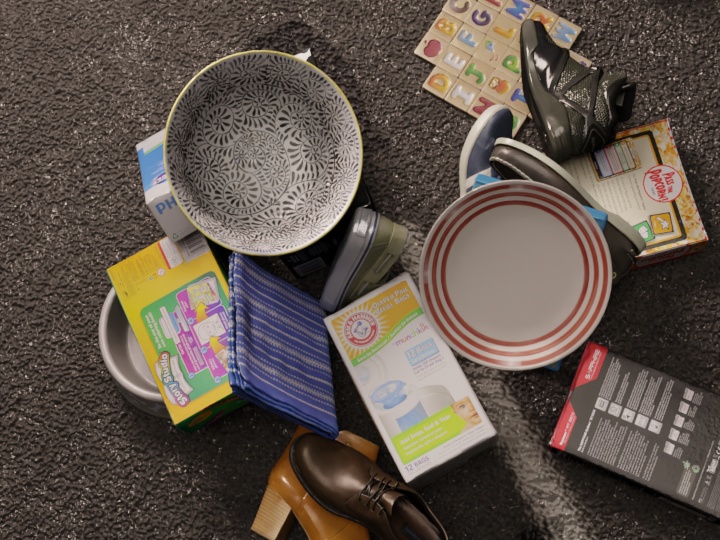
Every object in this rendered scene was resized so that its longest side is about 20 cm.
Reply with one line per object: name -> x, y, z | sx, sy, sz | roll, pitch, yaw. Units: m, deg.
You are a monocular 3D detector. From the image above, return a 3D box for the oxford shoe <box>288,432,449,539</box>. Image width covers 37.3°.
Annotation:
oxford shoe -> 0.014, 0.228, 1.099 | 0.199, 0.085, 0.073 | 35, 63, 5

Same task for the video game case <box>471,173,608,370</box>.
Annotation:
video game case -> 0.171, 0.006, 1.151 | 0.141, 0.202, 0.018 | 19, 35, 12

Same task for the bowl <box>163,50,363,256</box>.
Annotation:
bowl -> -0.103, -0.114, 1.090 | 0.198, 0.094, 0.204 | 1, 88, -13

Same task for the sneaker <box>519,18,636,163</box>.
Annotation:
sneaker -> 0.247, -0.216, 1.232 | 0.113, 0.077, 0.201 | -12, 53, -1

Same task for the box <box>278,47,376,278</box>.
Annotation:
box -> -0.066, -0.119, 1.226 | 0.123, 0.149, 0.202 | -21, 73, 3

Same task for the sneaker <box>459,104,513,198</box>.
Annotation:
sneaker -> 0.154, -0.079, 1.188 | 0.084, 0.074, 0.203 | 24, 110, 39

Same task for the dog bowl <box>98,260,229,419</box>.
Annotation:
dog bowl -> -0.213, 0.069, 1.242 | 0.197, 0.059, 0.203 | -2, 73, 8

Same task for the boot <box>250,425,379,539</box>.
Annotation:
boot -> -0.009, 0.257, 1.153 | 0.199, 0.071, 0.145 | 26, 75, 13

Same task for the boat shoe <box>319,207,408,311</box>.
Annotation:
boat shoe -> 0.000, 0.000, 1.164 | 0.061, 0.200, 0.073 | 20, 65, -4

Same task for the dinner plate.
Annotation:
dinner plate -> 0.159, 0.005, 1.102 | 0.197, 0.024, 0.203 | 2, 107, 6

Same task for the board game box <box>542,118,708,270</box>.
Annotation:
board game box -> 0.274, -0.072, 1.218 | 0.197, 0.046, 0.154 | -14, 72, 4

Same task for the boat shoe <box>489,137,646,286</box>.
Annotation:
boat shoe -> 0.213, -0.062, 1.138 | 0.200, 0.072, 0.061 | 37, 83, -7

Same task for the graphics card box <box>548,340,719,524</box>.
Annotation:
graphics card box -> 0.314, 0.172, 1.141 | 0.198, 0.051, 0.127 | 21, 78, 14

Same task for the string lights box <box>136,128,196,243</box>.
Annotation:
string lights box -> -0.197, -0.116, 1.229 | 0.102, 0.059, 0.200 | -29, 29, 0

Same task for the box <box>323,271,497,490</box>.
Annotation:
box -> 0.054, 0.122, 1.165 | 0.111, 0.101, 0.202 | -27, 72, -1

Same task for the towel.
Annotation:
towel -> -0.082, 0.077, 1.146 | 0.024, 0.144, 0.202 | -40, 36, 27

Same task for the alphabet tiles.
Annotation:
alphabet tiles -> 0.173, -0.260, 1.308 | 0.199, 0.006, 0.167 | 32, 81, 15

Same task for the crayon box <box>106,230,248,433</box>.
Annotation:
crayon box -> -0.185, 0.061, 1.179 | 0.118, 0.058, 0.202 | -28, 72, 0
